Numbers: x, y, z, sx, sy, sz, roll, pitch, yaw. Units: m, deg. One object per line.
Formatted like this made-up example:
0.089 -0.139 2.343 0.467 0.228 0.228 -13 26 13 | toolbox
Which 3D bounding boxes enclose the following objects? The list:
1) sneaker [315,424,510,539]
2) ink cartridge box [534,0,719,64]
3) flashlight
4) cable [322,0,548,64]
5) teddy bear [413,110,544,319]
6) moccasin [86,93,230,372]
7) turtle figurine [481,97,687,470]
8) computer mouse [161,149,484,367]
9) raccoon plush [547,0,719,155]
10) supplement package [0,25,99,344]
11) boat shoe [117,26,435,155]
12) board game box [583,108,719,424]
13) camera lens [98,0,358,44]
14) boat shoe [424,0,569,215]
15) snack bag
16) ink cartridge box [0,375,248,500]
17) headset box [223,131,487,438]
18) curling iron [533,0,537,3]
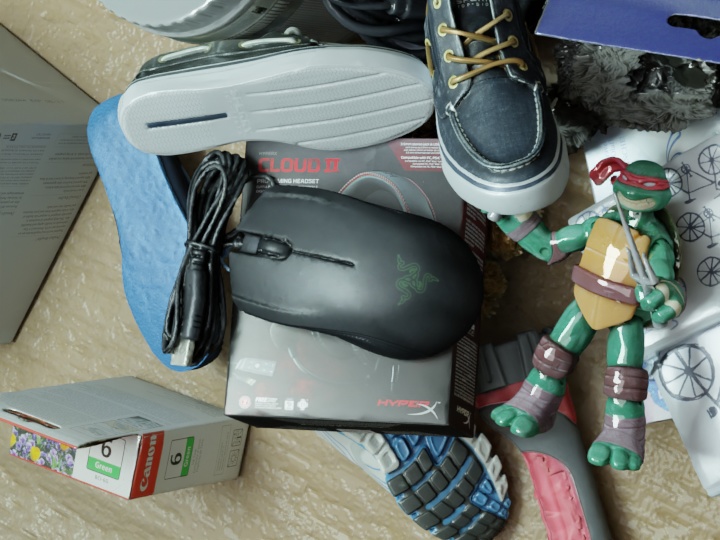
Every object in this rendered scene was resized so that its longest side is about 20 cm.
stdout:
0.018 0.107 1.436 0.200 0.087 0.075 42 81 1 | sneaker
0.218 -0.206 1.225 0.197 0.047 0.201 11 54 19 | ink cartridge box
0.120 0.140 1.372 0.067 0.068 0.201 -18 83 29 | flashlight
0.052 -0.202 1.311 0.163 0.200 0.051 -45 33 1 | cable
0.025 -0.044 1.419 0.200 0.067 0.145 48 112 19 | teddy bear
-0.130 -0.030 1.513 0.080 0.068 0.201 -14 87 23 | moccasin
0.144 0.007 1.259 0.149 0.100 0.201 24 109 47 | turtle figurine
-0.026 0.001 1.288 0.199 0.053 0.139 9 81 17 | computer mouse
0.154 -0.158 1.308 0.199 0.097 0.135 -12 49 34 | raccoon plush
-0.309 -0.064 1.565 0.150 0.152 0.201 39 111 23 | supplement package
-0.052 -0.120 1.322 0.199 0.071 0.072 -2 135 7 | boat shoe
0.246 -0.022 1.302 0.198 0.043 0.201 -13 86 31 | board game box
-0.073 -0.225 1.389 0.159 0.200 0.161 2 94 31 | camera lens
0.068 -0.120 1.224 0.070 0.201 0.091 -13 128 0 | boat shoe
0.237 0.017 1.272 0.188 0.021 0.201 -29 78 31 | snack bag
-0.177 0.117 1.469 0.108 0.200 0.051 17 101 29 | ink cartridge box
0.000 0.000 1.349 0.148 0.075 0.201 2 80 15 | headset box
0.150 -0.217 1.358 0.200 0.026 0.050 -49 66 23 | curling iron
